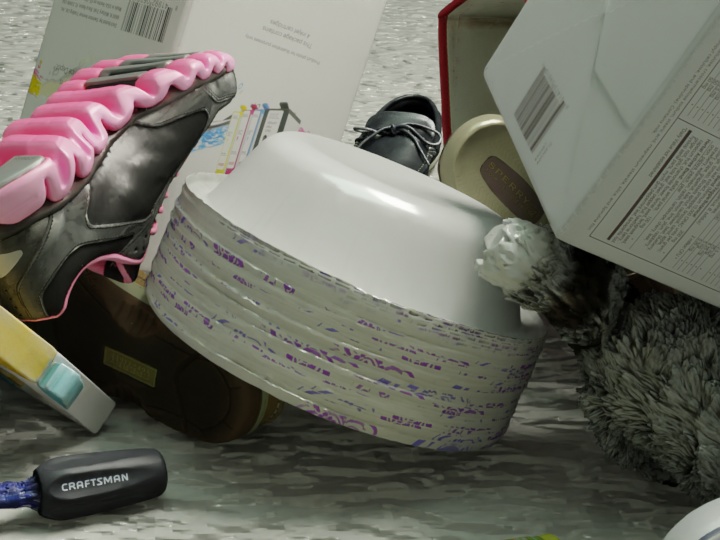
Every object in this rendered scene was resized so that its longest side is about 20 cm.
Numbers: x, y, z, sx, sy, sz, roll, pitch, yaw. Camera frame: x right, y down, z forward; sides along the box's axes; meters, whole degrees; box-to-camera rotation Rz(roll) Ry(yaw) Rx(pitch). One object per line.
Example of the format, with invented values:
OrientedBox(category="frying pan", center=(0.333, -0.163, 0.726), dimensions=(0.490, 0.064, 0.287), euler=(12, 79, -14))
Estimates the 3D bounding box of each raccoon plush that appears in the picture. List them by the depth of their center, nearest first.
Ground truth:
OrientedBox(category="raccoon plush", center=(0.142, 0.066, 0.636), dimensions=(0.199, 0.097, 0.134), euler=(21, 13, -23))

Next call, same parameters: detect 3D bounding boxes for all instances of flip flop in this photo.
OrientedBox(category="flip flop", center=(0.127, -0.010, 0.794), dimensions=(0.081, 0.200, 0.058), euler=(-50, 12, -13))

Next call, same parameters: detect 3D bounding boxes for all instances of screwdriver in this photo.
OrientedBox(category="screwdriver", center=(-0.178, 0.099, 0.620), dimensions=(0.199, 0.029, 0.028), euler=(-2, 20, -29))

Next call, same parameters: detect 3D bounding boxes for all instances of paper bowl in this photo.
OrientedBox(category="paper bowl", center=(0.000, 0.000, 0.730), dimensions=(0.199, 0.105, 0.201), euler=(21, 11, -4))

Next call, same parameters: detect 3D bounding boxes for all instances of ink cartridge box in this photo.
OrientedBox(category="ink cartridge box", center=(-0.106, -0.103, 0.889), dimensions=(0.144, 0.201, 0.147), euler=(13, 8, -44))

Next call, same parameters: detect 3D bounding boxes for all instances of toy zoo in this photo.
OrientedBox(category="toy zoo", center=(-0.204, 0.021, 0.716), dimensions=(0.199, 0.131, 0.021), euler=(21, 70, 38))

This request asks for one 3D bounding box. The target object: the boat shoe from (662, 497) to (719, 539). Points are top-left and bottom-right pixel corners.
OrientedBox(category="boat shoe", center=(0.215, 0.132, 0.556), dimensions=(0.198, 0.072, 0.066), euler=(10, 15, -5))

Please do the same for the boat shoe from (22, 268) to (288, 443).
OrientedBox(category="boat shoe", center=(-0.116, 0.032, 0.773), dimensions=(0.199, 0.072, 0.076), euler=(29, 24, 28))

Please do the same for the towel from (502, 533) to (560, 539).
OrientedBox(category="towel", center=(0.006, 0.141, 0.570), dimensions=(0.199, 0.018, 0.086), euler=(-5, 17, -20))

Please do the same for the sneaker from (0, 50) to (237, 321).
OrientedBox(category="sneaker", center=(-0.125, -0.045, 0.725), dimensions=(0.079, 0.096, 0.200), euler=(1, 31, 36))

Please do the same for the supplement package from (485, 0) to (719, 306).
OrientedBox(category="supplement package", center=(0.190, -0.077, 0.661), dimensions=(0.199, 0.151, 0.152), euler=(21, 29, -23))

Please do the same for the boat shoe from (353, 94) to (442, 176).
OrientedBox(category="boat shoe", center=(0.026, -0.090, 1.118), dimensions=(0.074, 0.063, 0.200), euler=(9, 23, 10))

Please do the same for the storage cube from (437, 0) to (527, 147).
OrientedBox(category="storage cube", center=(0.161, -0.099, 0.925), dimensions=(0.178, 0.202, 0.171), euler=(-1, -4, -14))
